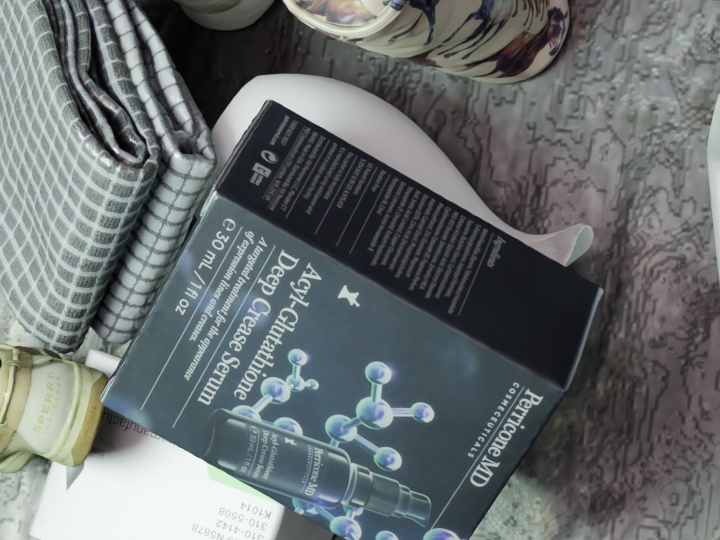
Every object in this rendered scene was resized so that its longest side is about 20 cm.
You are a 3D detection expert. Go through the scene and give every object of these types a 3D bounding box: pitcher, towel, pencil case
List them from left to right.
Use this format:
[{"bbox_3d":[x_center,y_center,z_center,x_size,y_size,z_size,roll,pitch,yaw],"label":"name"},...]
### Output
[{"bbox_3d":[-0.164,-0.078,1.571,0.200,0.085,0.166,62,146,30],"label":"towel"},{"bbox_3d":[0.000,0.000,1.552,0.200,0.121,0.172,31,103,10],"label":"pitcher"},{"bbox_3d":[0.041,-0.149,1.514,0.089,0.200,0.078,-27,73,24],"label":"pencil case"}]

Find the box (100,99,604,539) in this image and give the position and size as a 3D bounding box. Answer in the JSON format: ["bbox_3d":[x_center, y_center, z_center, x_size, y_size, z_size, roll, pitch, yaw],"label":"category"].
[{"bbox_3d":[-0.004,0.037,1.455,0.200,0.107,0.149,29,123,-2],"label":"box"}]

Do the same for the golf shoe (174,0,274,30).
[{"bbox_3d":[-0.054,-0.234,1.615,0.075,0.092,0.200,23,89,23],"label":"golf shoe"}]

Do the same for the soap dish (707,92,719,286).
[{"bbox_3d":[0.226,0.006,1.446,0.081,0.157,0.201,-6,79,2],"label":"soap dish"}]

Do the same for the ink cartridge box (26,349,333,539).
[{"bbox_3d":[-0.104,0.162,1.575,0.146,0.084,0.201,17,88,22],"label":"ink cartridge box"}]

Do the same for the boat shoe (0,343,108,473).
[{"bbox_3d":[-0.199,0.072,1.579,0.063,0.201,0.073,19,84,-23],"label":"boat shoe"}]
